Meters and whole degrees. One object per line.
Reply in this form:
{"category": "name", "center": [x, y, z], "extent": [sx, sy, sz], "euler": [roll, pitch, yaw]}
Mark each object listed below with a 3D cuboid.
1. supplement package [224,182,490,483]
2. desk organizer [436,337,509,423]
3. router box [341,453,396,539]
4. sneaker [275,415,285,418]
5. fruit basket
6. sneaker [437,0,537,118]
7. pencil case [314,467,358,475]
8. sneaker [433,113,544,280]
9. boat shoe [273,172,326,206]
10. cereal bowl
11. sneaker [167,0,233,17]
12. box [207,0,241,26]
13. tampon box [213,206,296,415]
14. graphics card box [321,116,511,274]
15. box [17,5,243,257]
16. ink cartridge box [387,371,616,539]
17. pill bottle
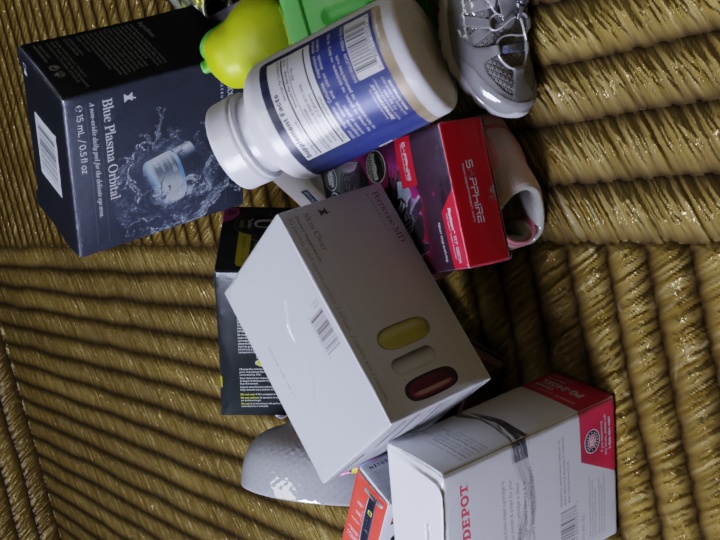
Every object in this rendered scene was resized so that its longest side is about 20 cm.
{"category": "supplement package", "center": [-0.008, 0.055, 1.023], "extent": [0.200, 0.111, 0.156], "euler": [61, 146, 14]}
{"category": "desk organizer", "center": [0.078, 0.167, 1.186], "extent": [0.072, 0.077, 0.200], "euler": [30, 127, 24]}
{"category": "router box", "center": [0.077, 0.225, 1.133], "extent": [0.049, 0.200, 0.180], "euler": [46, 141, 33]}
{"category": "sneaker", "center": [-0.130, 0.100, 1.541], "extent": [0.200, 0.075, 0.115], "euler": [59, 145, 16]}
{"category": "fruit basket", "center": [-0.042, -0.227, 1.109], "extent": [0.215, 0.155, 0.216], "euler": [10, 107, 32]}
{"category": "sneaker", "center": [0.108, -0.224, 0.965], "extent": [0.082, 0.075, 0.200], "euler": [-8, 103, 53]}
{"category": "pencil case", "center": [-0.011, 0.108, 1.169], "extent": [0.088, 0.088, 0.200], "euler": [143, 126, -59]}
{"category": "sneaker", "center": [0.103, -0.036, 1.073], "extent": [0.105, 0.075, 0.200], "euler": [59, 144, 32]}
{"category": "boat shoe", "center": [-0.035, -0.115, 1.180], "extent": [0.075, 0.093, 0.200], "euler": [-4, 133, 53]}
{"category": "cereal bowl", "center": [-0.036, 0.213, 1.341], "extent": [0.200, 0.200, 0.083], "euler": [1, 87, 59]}
{"category": "sneaker", "center": [-0.196, -0.347, 1.428], "extent": [0.076, 0.075, 0.200], "euler": [-31, 89, 53]}
{"category": "box", "center": [-0.092, -0.224, 1.263], "extent": [0.200, 0.115, 0.132], "euler": [-3, 103, 60]}
{"category": "tampon box", "center": [-0.100, 0.046, 1.358], "extent": [0.150, 0.126, 0.200], "euler": [-94, 4, -59]}
{"category": "graphics card box", "center": [0.043, -0.056, 1.047], "extent": [0.200, 0.051, 0.126], "euler": [-9, 93, 58]}
{"category": "box", "center": [-0.234, -0.147, 1.226], "extent": [0.117, 0.200, 0.197], "euler": [45, 144, 37]}
{"category": "ink cartridge box", "center": [0.127, 0.194, 1.032], "extent": [0.083, 0.200, 0.145], "euler": [24, 125, 52]}
{"category": "pill bottle", "center": [-0.028, -0.145, 0.994], "extent": [0.200, 0.111, 0.111], "euler": [-23, 84, 22]}
